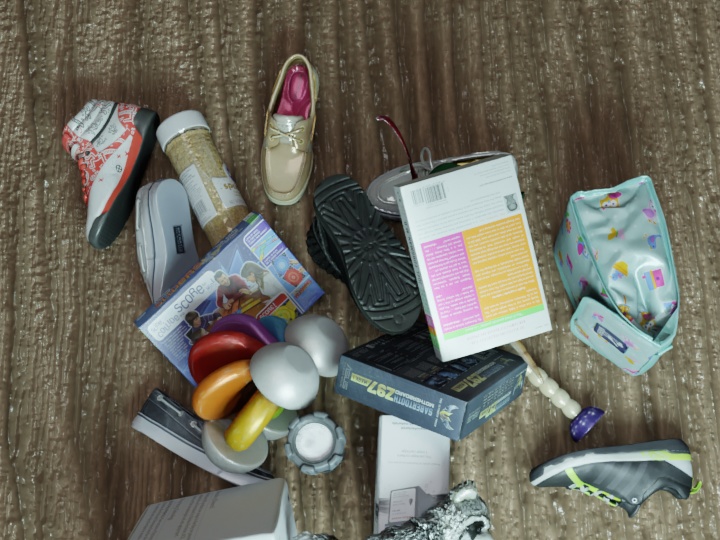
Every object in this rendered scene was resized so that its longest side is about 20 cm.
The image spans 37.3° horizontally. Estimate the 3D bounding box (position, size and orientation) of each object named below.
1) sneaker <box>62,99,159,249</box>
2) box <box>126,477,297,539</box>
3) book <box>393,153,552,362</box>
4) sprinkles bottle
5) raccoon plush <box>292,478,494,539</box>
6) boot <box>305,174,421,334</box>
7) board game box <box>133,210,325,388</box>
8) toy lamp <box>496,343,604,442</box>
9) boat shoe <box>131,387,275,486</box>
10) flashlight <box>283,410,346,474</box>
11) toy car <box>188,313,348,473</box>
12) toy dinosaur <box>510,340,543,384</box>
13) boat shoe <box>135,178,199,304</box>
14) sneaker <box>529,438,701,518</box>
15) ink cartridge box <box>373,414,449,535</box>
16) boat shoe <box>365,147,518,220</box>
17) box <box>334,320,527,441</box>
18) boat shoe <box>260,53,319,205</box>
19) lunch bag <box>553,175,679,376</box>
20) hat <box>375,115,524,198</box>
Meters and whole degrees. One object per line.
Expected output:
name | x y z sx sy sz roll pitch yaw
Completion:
sneaker | -0.345 -0.130 1.394 0.107 0.067 0.203 15 73 8
box | -0.148 0.359 1.156 0.170 0.200 0.201 -11 95 0
book | 0.124 -0.014 1.180 0.133 0.048 0.202 -16 102 -12
sprinkles bottle | -0.195 -0.107 1.377 0.068 0.068 0.201 -26 75 -4
raccoon plush | 0.040 0.264 1.103 0.199 0.097 0.135 22 69 6
boot | 0.002 -0.001 1.292 0.079 0.158 0.212 -20 72 -14
board game box | -0.159 0.044 1.313 0.200 0.034 0.136 -43 113 -9
toy lamp | 0.207 0.119 1.300 0.200 0.058 0.058 44 81 11
boat shoe | -0.180 0.206 1.294 0.199 0.072 0.068 25 79 17
flashlight | -0.045 0.202 1.216 0.068 0.200 0.068 37 80 11
toy car | -0.123 0.119 1.233 0.150 0.200 0.175 41 119 5
toy dinosaur | 0.163 0.036 1.271 0.105 0.061 0.201 7 42 -5
boat shoe | -0.249 -0.014 1.360 0.065 0.073 0.202 -7 84 41
sneaker | 0.300 0.249 1.250 0.198 0.072 0.084 -8 76 1
ink cartridge box | 0.057 0.274 1.219 0.085 0.147 0.202 0 75 1
boat shoe | 0.103 -0.115 1.352 0.200 0.086 0.075 -8 74 1
box | 0.085 0.120 1.218 0.157 0.200 0.051 17 107 24
boat shoe | -0.095 -0.188 1.392 0.073 0.069 0.202 3 75 4
lunch bag | 0.308 0.018 1.260 0.121 0.171 0.201 -14 72 -2
hat | 0.084 -0.109 1.275 0.165 0.200 0.176 -39 91 -31
